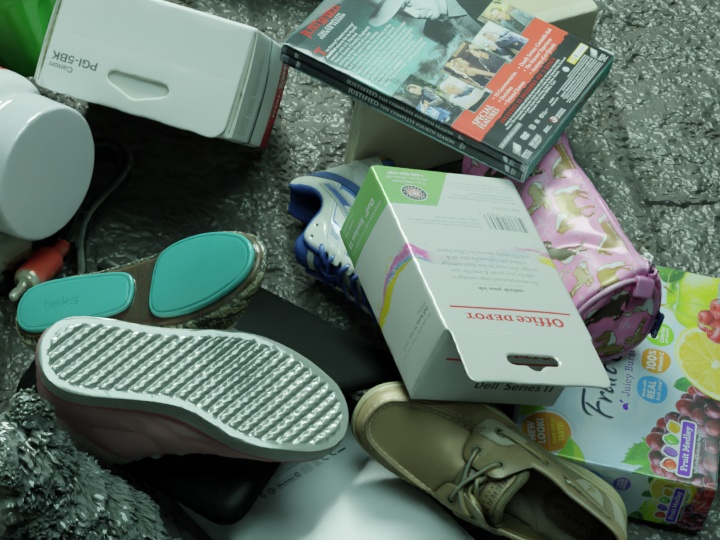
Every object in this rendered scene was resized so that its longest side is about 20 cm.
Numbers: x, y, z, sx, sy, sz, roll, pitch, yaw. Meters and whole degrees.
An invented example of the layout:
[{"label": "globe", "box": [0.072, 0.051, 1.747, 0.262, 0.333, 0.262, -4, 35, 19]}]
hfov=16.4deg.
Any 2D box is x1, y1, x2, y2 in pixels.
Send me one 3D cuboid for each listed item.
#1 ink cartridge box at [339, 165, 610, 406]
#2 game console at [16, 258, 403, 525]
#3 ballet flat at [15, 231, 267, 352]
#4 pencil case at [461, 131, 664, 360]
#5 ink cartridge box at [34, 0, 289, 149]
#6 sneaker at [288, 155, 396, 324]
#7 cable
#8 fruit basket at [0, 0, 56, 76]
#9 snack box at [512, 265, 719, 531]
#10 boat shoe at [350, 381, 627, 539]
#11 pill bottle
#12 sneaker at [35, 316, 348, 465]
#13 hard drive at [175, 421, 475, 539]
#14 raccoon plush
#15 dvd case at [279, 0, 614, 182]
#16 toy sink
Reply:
[{"label": "ink cartridge box", "box": [0.074, 0.025, 1.658, 0.117, 0.067, 0.200, 5, 42, -28]}, {"label": "game console", "box": [-0.098, 0.078, 1.693, 0.200, 0.116, 0.176, 26, 75, 29]}, {"label": "ballet flat", "box": [-0.129, 0.023, 1.616, 0.200, 0.075, 0.068, -14, 53, 28]}, {"label": "pencil case", "box": [0.139, -0.027, 1.753, 0.086, 0.083, 0.200, -16, 46, -15]}, {"label": "ink cartridge box", "box": [-0.137, -0.148, 1.800, 0.147, 0.083, 0.200, 17, 2, 4]}, {"label": "sneaker", "box": [0.000, 0.000, 1.784, 0.088, 0.075, 0.200, -9, 40, -9]}, {"label": "cable", "box": [-0.209, -0.036, 1.778, 0.097, 0.050, 0.200, 23, 48, 20]}, {"label": "fruit basket", "box": [-0.313, -0.237, 1.811, 0.215, 0.216, 0.156, 23, 47, 10]}, {"label": "snack box", "box": [0.182, 0.079, 1.750, 0.142, 0.053, 0.200, 11, 45, 2]}, {"label": "boat shoe", "box": [0.088, 0.134, 1.634, 0.200, 0.071, 0.065, 25, 13, -5]}, {"label": "pill bottle", "box": [-0.290, -0.096, 1.743, 0.200, 0.114, 0.114, 20, 44, 31]}, {"label": "sneaker", "box": [-0.112, 0.086, 1.591, 0.200, 0.105, 0.075, 13, 63, -7]}, {"label": "hard drive", "box": [-0.020, 0.168, 1.644, 0.132, 0.026, 0.200, -30, 59, -33]}, {"label": "raccoon plush", "box": [-0.154, 0.139, 1.558, 0.200, 0.134, 0.097, 0, 49, -3]}, {"label": "dvd case", "box": [0.063, -0.152, 1.788, 0.200, 0.022, 0.146, 28, 49, 13]}, {"label": "toy sink", "box": [0.059, -0.165, 1.902, 0.200, 0.130, 0.112, -18, 53, -24]}]
